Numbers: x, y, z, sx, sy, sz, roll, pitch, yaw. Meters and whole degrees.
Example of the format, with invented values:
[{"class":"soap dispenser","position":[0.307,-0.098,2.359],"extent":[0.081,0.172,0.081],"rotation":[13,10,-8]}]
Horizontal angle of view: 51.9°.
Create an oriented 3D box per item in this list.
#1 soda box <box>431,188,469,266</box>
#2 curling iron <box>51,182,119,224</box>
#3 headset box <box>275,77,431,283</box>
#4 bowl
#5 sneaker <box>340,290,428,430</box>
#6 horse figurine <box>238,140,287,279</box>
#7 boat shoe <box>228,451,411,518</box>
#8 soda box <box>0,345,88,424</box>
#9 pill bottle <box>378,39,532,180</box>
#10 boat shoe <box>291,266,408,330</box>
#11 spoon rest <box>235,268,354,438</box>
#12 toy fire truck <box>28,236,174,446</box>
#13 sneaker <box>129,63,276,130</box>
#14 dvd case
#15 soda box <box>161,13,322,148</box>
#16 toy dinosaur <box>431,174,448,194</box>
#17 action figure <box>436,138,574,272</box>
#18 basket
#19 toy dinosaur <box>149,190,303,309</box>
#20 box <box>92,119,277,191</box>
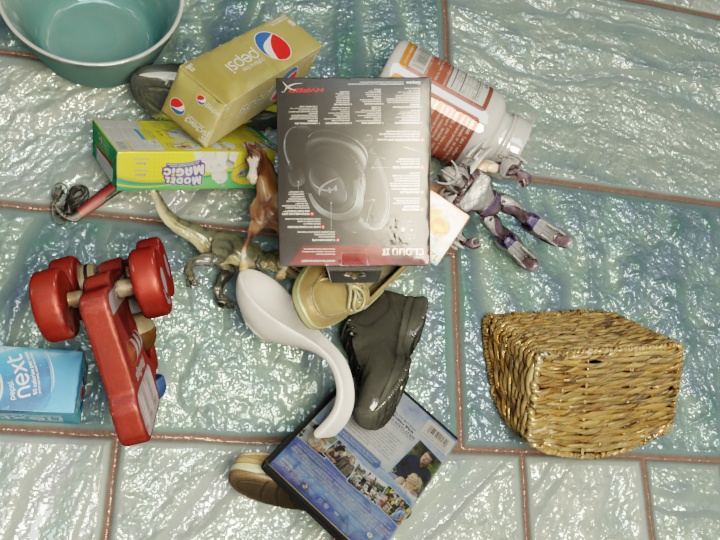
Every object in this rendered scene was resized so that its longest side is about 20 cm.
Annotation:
[{"class":"soda box","position":[0.018,-0.087,0.804],"extent":[0.200,0.064,0.068],"rotation":[34,95,-3]},{"class":"curling iron","position":[-0.272,-0.119,0.859],"extent":[0.200,0.026,0.050],"rotation":[-39,86,-24]},{"class":"headset box","position":[-0.006,-0.086,0.734],"extent":[0.149,0.077,0.200],"rotation":[-1,97,0]},{"class":"bowl","position":[-0.312,-0.296,0.871],"extent":[0.201,0.105,0.201],"rotation":[5,69,-14]},{"class":"sneaker","position":[0.015,0.094,0.823],"extent":[0.091,0.076,0.200],"rotation":[18,37,3]},{"class":"horse figurine","position":[-0.072,-0.042,0.832],"extent":[0.200,0.050,0.133],"rotation":[27,56,-49]},{"class":"boat shoe","position":[-0.040,0.213,0.787],"extent":[0.200,0.072,0.076],"rotation":[18,54,-19]},{"class":"soda box","position":[-0.377,0.110,0.724],"extent":[0.200,0.068,0.064],"rotation":[5,69,-14]},{"class":"pill bottle","position":[0.112,-0.199,0.949],"extent":[0.200,0.112,0.112],"rotation":[28,66,-4]},{"class":"boat shoe","position":[0.002,0.002,0.816],"extent":[0.201,0.063,0.073],"rotation":[-28,93,-51]},{"class":"spoon rest","position":[-0.065,0.074,0.774],"extent":[0.061,0.099,0.200],"rotation":[-39,68,16]},{"class":"toy fire truck","position":[-0.232,0.064,0.723],"extent":[0.112,0.200,0.168],"rotation":[-13,101,-9]},{"class":"sneaker","position":[-0.180,-0.221,0.899],"extent":[0.200,0.074,0.085],"rotation":[3,54,-31]},{"class":"dvd case","position":[0.007,0.191,0.779],"extent":[0.143,0.018,0.200],"rotation":[41,41,8]},{"class":"soda box","position":[-0.127,-0.216,0.826],"extent":[0.064,0.068,0.200],"rotation":[40,44,0]},{"class":"toy dinosaur","position":[0.004,-0.134,0.900],"extent":[0.135,0.086,0.200],"rotation":[-37,93,-25]},{"class":"action figure","position":[0.162,-0.073,0.881],"extent":[0.200,0.130,0.069],"rotation":[31,19,-35]},{"class":"basket","position":[0.258,0.134,0.895],"extent":[0.200,0.149,0.143],"rotation":[-2,104,-16]},{"class":"toy dinosaur","position":[-0.159,-0.012,0.826],"extent":[0.200,0.047,0.088],"rotation":[27,63,-30]},{"class":"box","position":[-0.185,-0.131,0.829],"extent":[0.200,0.048,0.117],"rotation":[-7,30,-29]}]
